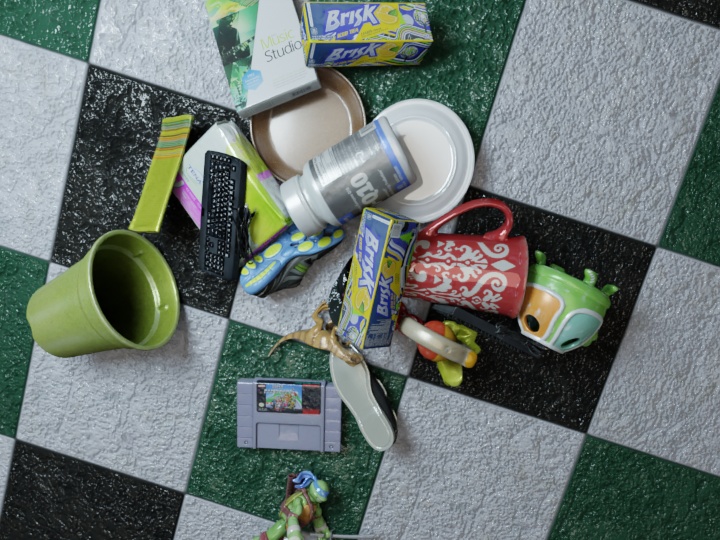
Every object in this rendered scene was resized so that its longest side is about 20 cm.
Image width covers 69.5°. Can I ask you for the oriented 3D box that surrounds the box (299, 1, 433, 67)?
[{"bbox_3d":[0.008,-0.366,0.806,0.195,0.064,0.072,-8,79,-15],"label":"box"}]

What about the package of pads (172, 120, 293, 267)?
[{"bbox_3d":[-0.215,-0.126,0.871,0.153,0.068,0.202,-34,96,23],"label":"package of pads"}]

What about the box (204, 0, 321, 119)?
[{"bbox_3d":[-0.159,-0.367,0.841,0.141,0.036,0.204,-19,81,5],"label":"box"}]

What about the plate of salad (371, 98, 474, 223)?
[{"bbox_3d":[0.093,-0.182,0.876,0.195,0.048,0.205,1,96,12],"label":"plate of salad"}]

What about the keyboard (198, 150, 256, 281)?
[{"bbox_3d":[-0.218,-0.081,0.827,0.102,0.040,0.205,13,110,14],"label":"keyboard"}]

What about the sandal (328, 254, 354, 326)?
[{"bbox_3d":[0.000,-0.001,0.881,0.074,0.048,0.203,27,84,29],"label":"sandal"}]

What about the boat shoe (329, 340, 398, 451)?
[{"bbox_3d":[0.009,0.218,0.930,0.073,0.060,0.203,-33,82,17],"label":"boat shoe"}]

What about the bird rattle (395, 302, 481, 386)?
[{"bbox_3d":[0.117,0.104,0.864,0.198,0.163,0.114,35,87,-10],"label":"bird rattle"}]

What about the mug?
[{"bbox_3d":[0.166,-0.022,0.865,0.195,0.134,0.182,6,81,6],"label":"mug"}]

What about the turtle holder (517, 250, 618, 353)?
[{"bbox_3d":[0.332,0.062,0.862,0.139,0.185,0.134,25,92,25],"label":"turtle holder"}]

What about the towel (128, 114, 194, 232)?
[{"bbox_3d":[-0.328,-0.161,0.855,0.085,0.018,0.205,3,75,41],"label":"towel"}]

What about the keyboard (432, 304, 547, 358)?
[{"bbox_3d":[0.220,0.104,0.846,0.197,0.127,0.021,26,81,-22],"label":"keyboard"}]

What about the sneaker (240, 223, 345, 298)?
[{"bbox_3d":[-0.115,-0.021,0.898,0.198,0.083,0.071,-35,66,-3],"label":"sneaker"}]

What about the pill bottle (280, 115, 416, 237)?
[{"bbox_3d":[-0.021,-0.142,0.816,0.197,0.114,0.115,-29,96,10],"label":"pill bottle"}]

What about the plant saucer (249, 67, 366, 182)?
[{"bbox_3d":[-0.087,-0.243,0.880,0.195,0.037,0.206,0,98,2],"label":"plant saucer"}]

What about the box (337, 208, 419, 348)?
[{"bbox_3d":[0.026,0.012,0.802,0.063,0.070,0.205,1,109,-41],"label":"box"}]

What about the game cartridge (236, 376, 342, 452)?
[{"bbox_3d":[-0.131,0.265,0.958,0.195,0.038,0.133,2,102,2],"label":"game cartridge"}]

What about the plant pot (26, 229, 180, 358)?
[{"bbox_3d":[-0.442,0.060,0.876,0.181,0.200,0.204,-19,97,17],"label":"plant pot"}]

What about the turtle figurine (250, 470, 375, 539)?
[{"bbox_3d":[-0.108,0.492,0.935,0.193,0.144,0.201,-39,91,11],"label":"turtle figurine"}]

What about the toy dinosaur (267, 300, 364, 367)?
[{"bbox_3d":[-0.079,0.112,0.910,0.196,0.107,0.061,8,145,34],"label":"toy dinosaur"}]
